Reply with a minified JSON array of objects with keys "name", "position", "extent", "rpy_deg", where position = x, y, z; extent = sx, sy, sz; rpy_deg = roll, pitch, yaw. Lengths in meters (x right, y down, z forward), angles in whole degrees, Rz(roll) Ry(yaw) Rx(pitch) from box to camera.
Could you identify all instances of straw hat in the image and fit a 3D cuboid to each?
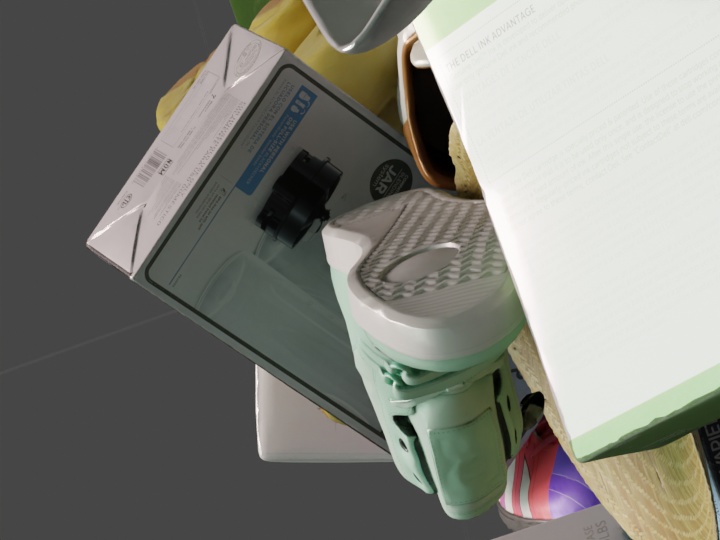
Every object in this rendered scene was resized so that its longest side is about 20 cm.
[{"name":"straw hat","position":[0.116,0.011,1.110],"extent":[0.201,0.085,0.201],"rpy_deg":[57,167,21]}]

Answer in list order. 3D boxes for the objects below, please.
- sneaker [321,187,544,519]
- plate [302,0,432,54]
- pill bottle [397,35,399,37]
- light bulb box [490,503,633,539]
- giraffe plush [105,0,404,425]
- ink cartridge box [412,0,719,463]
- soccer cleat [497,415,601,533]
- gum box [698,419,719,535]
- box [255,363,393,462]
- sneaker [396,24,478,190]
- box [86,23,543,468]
[{"name":"sneaker","position":[0.041,0.038,1.093],"extent":[0.200,0.074,0.118],"rpy_deg":[-133,22,-79]},{"name":"plate","position":[0.036,-0.177,0.968],"extent":[0.032,0.200,0.200],"rpy_deg":[29,-166,-25]},{"name":"pill bottle","position":[0.026,-0.185,1.217],"extent":[0.111,0.111,0.200],"rpy_deg":[-120,11,-63]},{"name":"light bulb box","position":[0.100,0.238,1.225],"extent":[0.200,0.125,0.198],"rpy_deg":[62,-168,-46]},{"name":"giraffe plush","position":[0.001,-0.030,1.351],"extent":[0.162,0.172,0.200],"rpy_deg":[47,-142,-18]},{"name":"ink cartridge box","position":[0.093,-0.055,0.955],"extent":[0.145,0.048,0.200],"rpy_deg":[-33,72,47]},{"name":"soccer cleat","position":[0.085,0.066,1.320],"extent":[0.200,0.068,0.073],"rpy_deg":[-116,14,-77]},{"name":"gum box","position":[0.154,0.091,1.271],"extent":[0.200,0.044,0.170],"rpy_deg":[-177,68,-84]},{"name":"box","position":[0.014,-0.003,1.522],"extent":[0.199,0.130,0.200],"rpy_deg":[86,-176,-89]},{"name":"sneaker","position":[0.054,-0.123,1.141],"extent":[0.085,0.073,0.200],"rpy_deg":[-88,3,-63]},{"name":"box","position":[0.000,0.000,1.243],"extent":[0.200,0.117,0.060],"rpy_deg":[36,177,-28]}]
